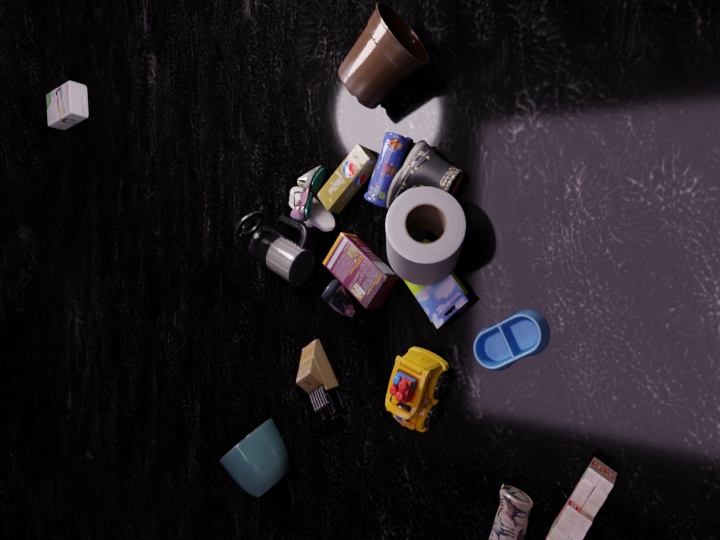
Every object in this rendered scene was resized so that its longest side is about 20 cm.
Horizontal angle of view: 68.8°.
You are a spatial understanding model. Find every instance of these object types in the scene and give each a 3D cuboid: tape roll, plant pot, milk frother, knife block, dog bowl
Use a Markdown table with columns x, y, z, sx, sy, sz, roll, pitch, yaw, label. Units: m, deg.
| x | y | z | sx | sy | sz | roll | pitch | yaw | label |
| --- | --- | --- | --- | --- | --- | --- | --- | --- | --- |
| 0.159 | -0.084 | 1.314 | 0.194 | 0.140 | 0.211 | -1 | 68 | 3 | tape roll |
| 0.052 | -0.565 | 1.421 | 0.197 | 0.197 | 0.205 | -38 | 70 | 33 | plant pot |
| -0.260 | -0.071 | 1.592 | 0.185 | 0.197 | 0.187 | 27 | 109 | 29 | milk frother |
| -0.109 | 0.335 | 1.583 | 0.063 | 0.175 | 0.203 | -33 | 28 | 25 | knife block |
| -0.310 | 0.591 | 1.628 | 0.200 | 0.199 | 0.163 | -42 | 81 | 24 | plant pot |
| 0.361 | 0.173 | 1.283 | 0.197 | 0.049 | 0.115 | -32 | 73 | 28 | dog bowl |

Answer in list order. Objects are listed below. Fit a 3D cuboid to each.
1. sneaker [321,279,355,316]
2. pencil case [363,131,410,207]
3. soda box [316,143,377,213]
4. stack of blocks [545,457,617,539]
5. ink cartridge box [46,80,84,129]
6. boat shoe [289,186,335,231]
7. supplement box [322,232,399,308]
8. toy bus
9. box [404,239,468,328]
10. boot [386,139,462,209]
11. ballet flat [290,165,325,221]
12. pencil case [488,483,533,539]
| x | y | z | sx | sy | sz | roll | pitch | yaw | label |
| --- | --- | --- | --- | --- | --- | --- | --- | --- | --- |
| -0.053 | 0.082 | 1.473 | 0.081 | 0.200 | 0.071 | 40 | 87 | 14 | sneaker |
| 0.074 | -0.281 | 1.458 | 0.075 | 0.087 | 0.207 | 17 | 102 | -11 | pencil case |
| -0.037 | -0.265 | 1.537 | 0.201 | 0.063 | 0.068 | -48 | 66 | 23 | soda box |
| 0.485 | 0.527 | 1.160 | 0.058 | 0.114 | 0.206 | 31 | 104 | 27 | stack of blocks |
| -1.307 | -0.734 | 2.344 | 0.194 | 0.083 | 0.151 | -10 | 84 | 31 | ink cartridge box |
| -0.154 | -0.173 | 1.611 | 0.199 | 0.071 | 0.070 | 41 | 128 | 21 | boat shoe |
| 0.000 | 0.000 | 1.495 | 0.200 | 0.085 | 0.112 | 44 | 110 | 25 | supplement box |
| 0.125 | 0.318 | 1.350 | 0.132 | 0.190 | 0.207 | 21 | 101 | 28 | toy bus |
| 0.194 | 0.035 | 1.392 | 0.122 | 0.047 | 0.203 | -44 | 67 | 24 | box |
| 0.166 | -0.220 | 1.401 | 0.153 | 0.073 | 0.208 | 38 | 108 | 24 | boot |
| -0.163 | -0.235 | 1.565 | 0.068 | 0.070 | 0.206 | 9 | 61 | 13 | ballet flat |
| 0.352 | 0.621 | 1.264 | 0.086 | 0.078 | 0.208 | 14 | 98 | 11 | pencil case |
